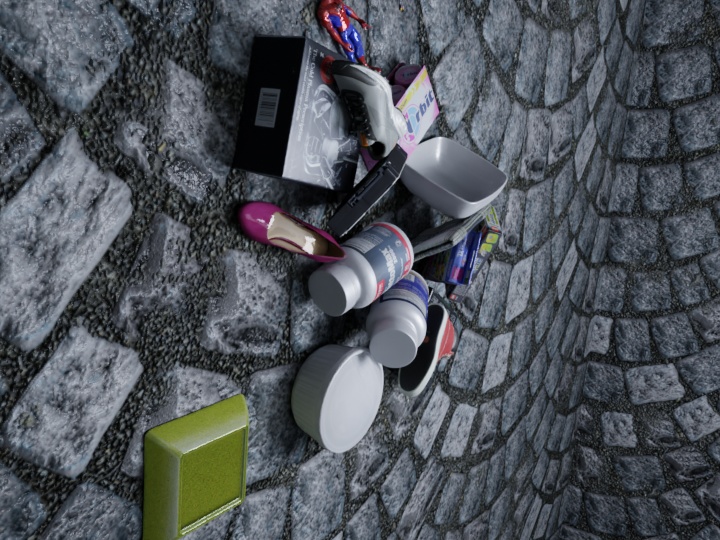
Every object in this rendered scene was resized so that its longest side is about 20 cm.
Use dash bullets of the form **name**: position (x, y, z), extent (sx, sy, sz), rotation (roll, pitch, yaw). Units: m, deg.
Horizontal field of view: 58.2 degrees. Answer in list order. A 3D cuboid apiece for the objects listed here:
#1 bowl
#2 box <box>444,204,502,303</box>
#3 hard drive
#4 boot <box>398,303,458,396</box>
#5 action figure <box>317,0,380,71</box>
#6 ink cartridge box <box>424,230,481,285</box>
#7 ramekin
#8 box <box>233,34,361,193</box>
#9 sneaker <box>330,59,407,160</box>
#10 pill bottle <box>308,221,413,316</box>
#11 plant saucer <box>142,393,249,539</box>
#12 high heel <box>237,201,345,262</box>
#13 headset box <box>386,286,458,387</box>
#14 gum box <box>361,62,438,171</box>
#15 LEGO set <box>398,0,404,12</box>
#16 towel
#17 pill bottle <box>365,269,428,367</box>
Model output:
- **bowl**: position (0.189, -0.187, 1.356), extent (0.199, 0.199, 0.075), rotation (-34, 151, -44)
- **box**: position (0.243, -0.038, 1.436), extent (0.111, 0.034, 0.201), rotation (-91, -158, -52)
- **hard drive**: position (0.017, -0.141, 1.103), extent (0.140, 0.038, 0.200), rotation (-45, -172, 20)
- **boot**: position (0.153, 0.190, 1.371), extent (0.202, 0.072, 0.144), rotation (-65, 146, -20)
- **action figure**: position (-0.021, -0.398, 1.088), extent (0.066, 0.051, 0.200), rotation (-59, 140, -17)
- **ink cartridge box**: position (0.203, -0.031, 1.439), extent (0.041, 0.200, 0.121), rotation (16, 88, -15)
- **ramekin**: position (-0.047, 0.235, 1.238), extent (0.201, 0.093, 0.205), rotation (-25, 121, -48)
- **box**: position (-0.083, -0.236, 1.004), extent (0.181, 0.103, 0.203), rotation (2, 101, -57)
- **sneaker**: position (0.011, -0.242, 0.984), extent (0.080, 0.073, 0.200), rotation (-61, 145, -13)
- **pill bottle**: position (0.000, 0.000, 1.199), extent (0.199, 0.118, 0.121), rotation (-36, 130, -43)
- **plant saucer**: position (-0.245, 0.321, 1.022), extent (0.199, 0.047, 0.203), rotation (-13, 113, -53)
- **high heel**: position (-0.106, -0.062, 1.039), extent (0.199, 0.095, 0.068), rotation (17, 88, -56)
- **headset box**: position (0.121, 0.149, 1.451), extent (0.174, 0.092, 0.202), rotation (39, 70, -54)
- **gum box**: position (0.073, -0.294, 1.241), extent (0.201, 0.065, 0.114), rotation (-57, 143, -26)
- **LEGO set**: position (0.032, -0.527, 1.050), extent (0.199, 0.115, 0.156), rotation (2, 100, -56)
- **towel**: position (0.157, -0.072, 1.352), extent (0.192, 0.199, 0.035), rotation (-39, 102, -46)
- **pill bottle**: position (0.072, 0.093, 1.270), extent (0.201, 0.118, 0.121), rotation (-75, 160, -58)
